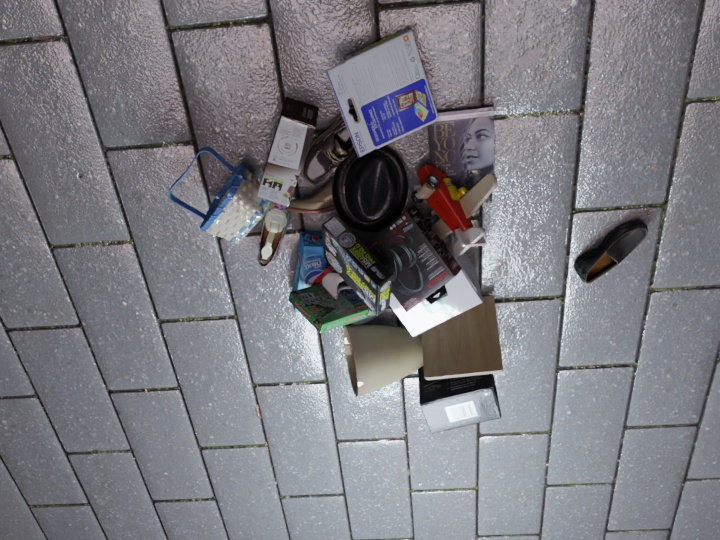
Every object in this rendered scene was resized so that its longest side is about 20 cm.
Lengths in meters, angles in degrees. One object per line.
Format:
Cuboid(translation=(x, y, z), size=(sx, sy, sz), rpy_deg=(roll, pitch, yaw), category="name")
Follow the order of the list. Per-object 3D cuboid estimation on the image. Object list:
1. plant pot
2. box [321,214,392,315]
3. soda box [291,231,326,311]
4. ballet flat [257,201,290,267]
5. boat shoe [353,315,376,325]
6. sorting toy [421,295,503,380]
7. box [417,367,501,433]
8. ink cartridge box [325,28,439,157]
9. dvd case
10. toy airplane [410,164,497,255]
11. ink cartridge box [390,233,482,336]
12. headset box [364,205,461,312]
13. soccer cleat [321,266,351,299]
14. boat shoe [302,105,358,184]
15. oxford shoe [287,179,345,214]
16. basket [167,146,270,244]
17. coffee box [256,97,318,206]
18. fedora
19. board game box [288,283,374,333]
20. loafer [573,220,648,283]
Cuboid(translation=(0.068, 0.221, 1.771), size=(0.197, 0.188, 0.190), rpy_deg=(-10, 124, -9), category="plant pot")
Cuboid(translation=(-0.009, -0.010, 1.517), size=(0.044, 0.200, 0.161), rpy_deg=(-36, 160, -18), category="box")
Cuboid(translation=(-0.129, 0.005, 1.677), size=(0.063, 0.068, 0.202), rpy_deg=(1, 125, -15), category="soda box")
Cuboid(translation=(-0.213, -0.093, 1.619), size=(0.068, 0.072, 0.202), rpy_deg=(13, 123, -6), category="ballet flat")
Cuboid(translation=(-0.042, 0.090, 1.725), size=(0.200, 0.087, 0.075), rpy_deg=(0, 135, -42), category="boat shoe")
Cuboid(translation=(0.260, 0.182, 1.724), size=(0.196, 0.203, 0.070), rpy_deg=(-8, 151, 11), category="sorting toy")
Cuboid(translation=(0.261, 0.308, 1.791), size=(0.194, 0.201, 0.119), rpy_deg=(-15, 122, 12), category="box")
Cuboid(translation=(0.046, -0.371, 1.405), size=(0.198, 0.047, 0.200), rpy_deg=(-24, 118, -2), category="ink cartridge box")
Cuboid(translation=(0.230, -0.270, 1.521), size=(0.146, 0.016, 0.202), rpy_deg=(-4, 123, 5), category="dvd case")
Cuboid(translation=(0.223, -0.139, 1.517), size=(0.198, 0.141, 0.202), rpy_deg=(13, 119, 35), category="toy airplane")
Cuboid(translation=(0.176, 0.030, 1.643), size=(0.198, 0.148, 0.147), rpy_deg=(-28, 118, 18), category="ink cartridge box")
Cuboid(translation=(0.119, -0.018, 1.503), size=(0.148, 0.077, 0.201), rpy_deg=(-37, 89, 26), category="headset box")
Cuboid(translation=(0.000, 0.000, 1.635), size=(0.198, 0.086, 0.069), rpy_deg=(-26, 151, -10), category="soccer cleat")
Cuboid(translation=(-0.058, -0.274, 1.467), size=(0.074, 0.073, 0.201), rpy_deg=(33, 102, -21), category="boat shoe")
Cuboid(translation=(-0.077, -0.176, 1.571), size=(0.197, 0.071, 0.076), rpy_deg=(-7, 105, -1), category="oxford shoe")
Cuboid(translation=(-0.321, -0.169, 1.528), size=(0.199, 0.140, 0.176), rpy_deg=(34, 129, -25), category="basket")
Cuboid(translation=(-0.161, -0.263, 1.480), size=(0.079, 0.114, 0.202), rpy_deg=(17, 123, -10), category="coffee box")
Cuboid(translation=(0.029, -0.184, 1.496), size=(0.197, 0.092, 0.204), rpy_deg=(-2, 99, -9), category="fedora")
Cuboid(translation=(-0.058, 0.078, 1.630), size=(0.198, 0.134, 0.029), rpy_deg=(-14, 134, -40), category="board game box")
Cuboid(translation=(0.617, -0.038, 1.627), size=(0.072, 0.073, 0.200), rpy_deg=(36, 117, -19), category="loafer")
